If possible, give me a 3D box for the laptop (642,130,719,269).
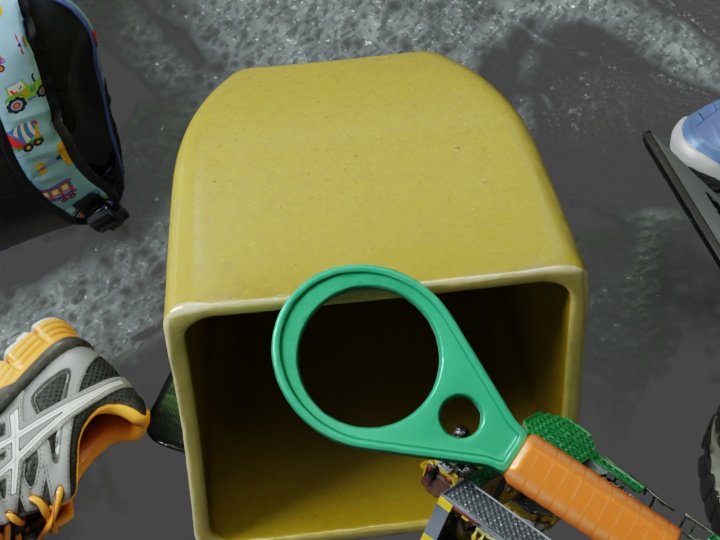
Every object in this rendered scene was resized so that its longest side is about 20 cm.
[{"bbox_3d":[0.272,0.001,1.175,0.116,0.200,0.187,-38,49,15],"label":"laptop"}]

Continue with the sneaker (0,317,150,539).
[{"bbox_3d":[-0.184,0.111,1.133,0.077,0.078,0.200,31,61,11],"label":"sneaker"}]

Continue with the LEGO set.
[{"bbox_3d":[0.100,0.169,1.026,0.200,0.116,0.154,31,30,16],"label":"LEGO set"}]

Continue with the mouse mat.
[{"bbox_3d":[0.002,0.055,1.211,0.200,0.008,0.161,15,56,13],"label":"mouse mat"}]

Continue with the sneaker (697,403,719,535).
[{"bbox_3d":[0.228,0.145,1.103,0.085,0.077,0.200,0,55,-10],"label":"sneaker"}]

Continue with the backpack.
[{"bbox_3d":[-0.228,-0.099,1.207,0.182,0.200,0.135,-19,56,-12],"label":"backpack"}]

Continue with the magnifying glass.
[{"bbox_3d":[0.050,0.069,0.984,0.200,0.022,0.080,33,81,5],"label":"magnifying glass"}]

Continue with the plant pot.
[{"bbox_3d":[0.000,0.000,1.139,0.194,0.196,0.200,-6,48,-3],"label":"plant pot"}]

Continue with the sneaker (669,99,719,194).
[{"bbox_3d":[0.270,-0.097,1.272,0.200,0.077,0.076,-14,52,-11],"label":"sneaker"}]
